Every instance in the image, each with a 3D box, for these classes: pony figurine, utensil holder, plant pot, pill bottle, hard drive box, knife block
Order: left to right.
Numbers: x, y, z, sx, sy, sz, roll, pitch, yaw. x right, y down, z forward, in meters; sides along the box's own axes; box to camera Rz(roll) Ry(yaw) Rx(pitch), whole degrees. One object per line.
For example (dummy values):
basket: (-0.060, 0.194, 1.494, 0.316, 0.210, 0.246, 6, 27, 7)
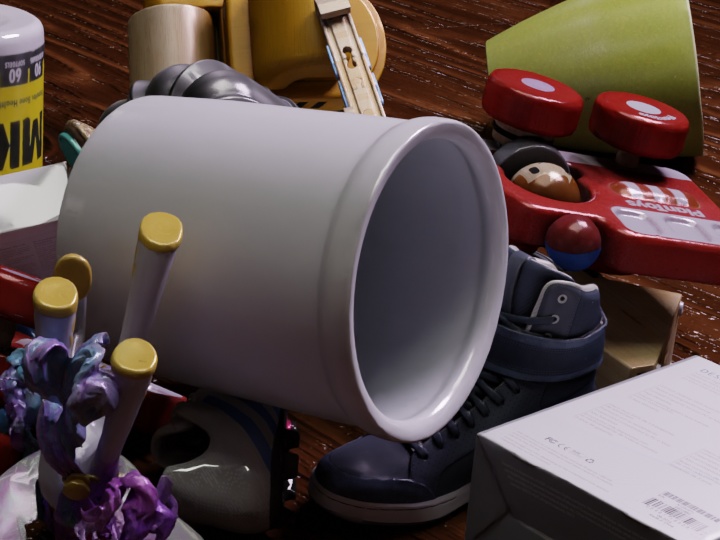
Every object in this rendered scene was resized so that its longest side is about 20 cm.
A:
pill bottle: (-0.279, -0.079, 1.216, 0.113, 0.202, 0.114, 4, 20, -1)
pony figurine: (-0.136, 0.098, 0.857, 0.164, 0.202, 0.194, 10, 36, -6)
utensil holder: (-0.044, -0.007, 0.953, 0.198, 0.172, 0.169, 9, 20, 31)
knife block: (0.127, 0.044, 1.189, 0.173, 0.065, 0.200, 10, 22, 14)
plant pot: (0.227, -0.192, 1.709, 0.197, 0.189, 0.187, -8, 19, 8)
hard drive box: (0.182, 0.128, 0.965, 0.199, 0.078, 0.155, -14, 28, -40)

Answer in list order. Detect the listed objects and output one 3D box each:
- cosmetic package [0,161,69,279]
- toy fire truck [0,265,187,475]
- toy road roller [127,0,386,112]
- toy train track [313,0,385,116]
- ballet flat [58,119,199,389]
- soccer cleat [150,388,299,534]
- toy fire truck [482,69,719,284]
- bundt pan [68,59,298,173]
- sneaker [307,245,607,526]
cosmetic package: (-0.277, -0.009, 1.121, 0.197, 0.083, 0.051, -13, 58, -6)
toy fire truck: (-0.221, 0.054, 1.049, 0.198, 0.113, 0.167, 17, -2, 32)
toy road roller: (-0.078, -0.174, 1.344, 0.197, 0.124, 0.146, -2, -17, -11)
toy train track: (0.003, -0.122, 1.219, 0.113, 0.033, 0.202, -14, 59, -6)
ballet flat: (-0.121, -0.018, 1.115, 0.065, 0.202, 0.070, -31, 13, -14)
soccer cleat: (-0.078, 0.085, 1.021, 0.085, 0.071, 0.200, 4, 21, -3)
toy fire truck: (0.152, -0.045, 1.135, 0.198, 0.113, 0.168, 8, 21, -20)
bundt pan: (-0.134, -0.064, 1.215, 0.201, 0.203, 0.076, 30, -9, 48)
sneaker: (0.060, 0.063, 1.011, 0.200, 0.148, 0.077, -11, 28, -33)
